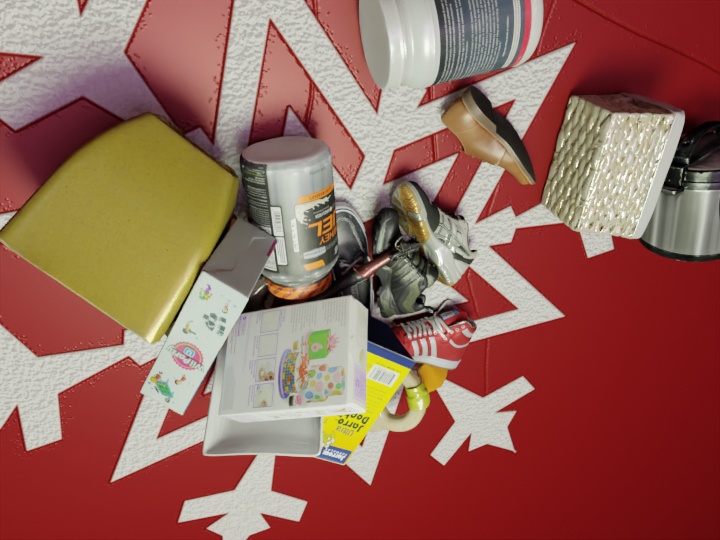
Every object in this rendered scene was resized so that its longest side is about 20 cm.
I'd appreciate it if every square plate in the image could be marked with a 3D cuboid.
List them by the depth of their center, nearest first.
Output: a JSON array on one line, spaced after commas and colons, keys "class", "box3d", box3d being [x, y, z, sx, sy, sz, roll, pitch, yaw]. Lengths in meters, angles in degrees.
[{"class": "square plate", "box3d": [-0.131, 0.166, 0.841, 0.198, 0.200, 0.028, -8, 154, 24]}]

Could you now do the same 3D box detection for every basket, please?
[{"class": "basket", "box3d": [0.378, -0.165, 0.895, 0.122, 0.136, 0.202, 1, 118, -14]}]

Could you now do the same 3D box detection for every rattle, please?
[{"class": "rattle", "box3d": [0.047, 0.225, 1.060, 0.130, 0.143, 0.200, 41, 122, -7]}]

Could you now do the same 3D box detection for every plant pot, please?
[{"class": "plant pot", "box3d": [-0.249, -0.068, 0.690, 0.193, 0.195, 0.201, 37, 90, -11]}]

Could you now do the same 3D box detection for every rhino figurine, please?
[{"class": "rhino figurine", "box3d": [-0.206, 0.049, 0.860, 0.198, 0.060, 0.088, -15, 125, -13]}]

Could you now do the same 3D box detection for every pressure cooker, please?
[{"class": "pressure cooker", "box3d": [0.541, -0.136, 0.939, 0.176, 0.177, 0.202, -2, 121, 14]}]

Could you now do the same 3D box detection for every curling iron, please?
[{"class": "curling iron", "box3d": [0.000, 0.000, 0.836, 0.199, 0.026, 0.049, -29, 166, 17]}]

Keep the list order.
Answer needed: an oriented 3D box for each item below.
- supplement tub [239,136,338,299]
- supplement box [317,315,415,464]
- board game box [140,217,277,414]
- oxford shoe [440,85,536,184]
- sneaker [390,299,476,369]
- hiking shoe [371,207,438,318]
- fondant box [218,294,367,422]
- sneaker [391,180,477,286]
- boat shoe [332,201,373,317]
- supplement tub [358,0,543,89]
[{"class": "supplement tub", "box3d": [-0.093, -0.070, 0.795, 0.121, 0.123, 0.202, -11, 121, -12]}, {"class": "supplement box", "box3d": [-0.029, 0.171, 0.877, 0.109, 0.109, 0.201, 26, 103, -31]}, {"class": "board game box", "box3d": [-0.185, 0.054, 0.722, 0.064, 0.148, 0.201, 30, 118, -9]}, {"class": "oxford shoe", "box3d": [0.196, -0.189, 0.871, 0.071, 0.072, 0.199, -30, 128, 34]}, {"class": "sneaker", "box3d": [0.111, 0.101, 0.987, 0.198, 0.071, 0.113, 13, 117, -32]}, {"class": "hiking shoe", "box3d": [0.070, -0.014, 0.899, 0.099, 0.076, 0.202, -4, 130, 4]}, {"class": "fondant box", "box3d": [-0.090, 0.123, 0.787, 0.198, 0.146, 0.058, -11, 152, 24]}, {"class": "sneaker", "box3d": [0.119, -0.072, 0.906, 0.088, 0.076, 0.201, -41, 127, -11]}, {"class": "boat shoe", "box3d": [-0.015, -0.005, 0.889, 0.071, 0.068, 0.202, -13, 121, -11]}, {"class": "supplement tub", "box3d": [0.109, -0.309, 0.721, 0.198, 0.141, 0.142, -16, 122, -10]}]
